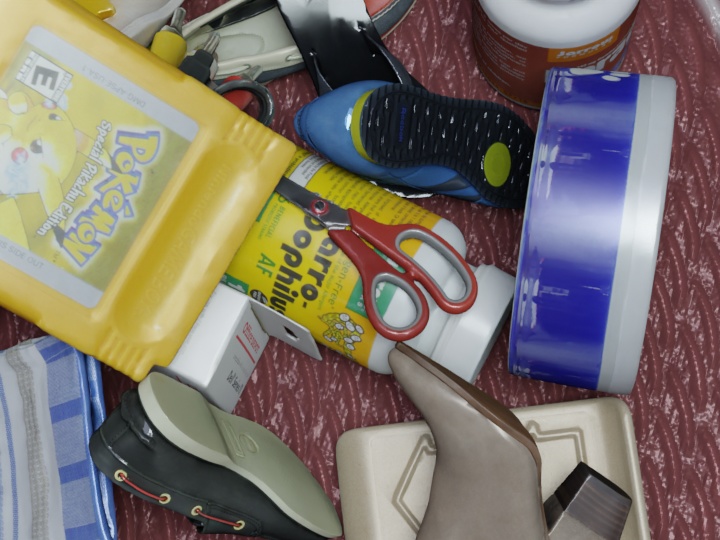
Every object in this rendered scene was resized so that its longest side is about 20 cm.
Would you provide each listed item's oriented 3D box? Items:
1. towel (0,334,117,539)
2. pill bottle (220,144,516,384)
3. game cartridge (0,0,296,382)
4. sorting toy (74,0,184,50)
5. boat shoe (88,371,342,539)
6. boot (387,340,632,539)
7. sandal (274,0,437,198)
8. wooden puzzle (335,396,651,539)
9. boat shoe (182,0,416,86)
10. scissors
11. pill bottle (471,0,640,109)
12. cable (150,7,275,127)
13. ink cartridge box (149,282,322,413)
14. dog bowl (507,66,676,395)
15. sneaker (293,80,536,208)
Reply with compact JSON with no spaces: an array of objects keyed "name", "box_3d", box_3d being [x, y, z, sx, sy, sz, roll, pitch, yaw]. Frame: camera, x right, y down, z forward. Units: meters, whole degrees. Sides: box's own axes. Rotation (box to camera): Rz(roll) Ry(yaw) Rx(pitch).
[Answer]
[{"name":"towel","box_3d":[-0.233,0.123,0.946,0.200,0.024,0.147,-17,77,40]},{"name":"pill bottle","box_3d":[0.000,0.000,0.961,0.200,0.113,0.113,27,82,9]},{"name":"game cartridge","box_3d":[-0.163,-0.052,0.860,0.200,0.032,0.177,31,86,-17]},{"name":"sorting toy","box_3d":[-0.194,-0.203,1.031,0.200,0.107,0.180,29,66,24]},{"name":"boat shoe","box_3d":[-0.088,0.132,0.920,0.063,0.201,0.074,-41,44,13]},{"name":"boot","box_3d":[0.065,0.157,0.891,0.200,0.070,0.146,36,97,3]},{"name":"sandal","box_3d":[0.000,-0.131,0.991,0.076,0.043,0.200,-34,103,-1]},{"name":"wooden puzzle","box_3d":[0.091,0.187,0.954,0.199,0.046,0.186,-8,78,8]},{"name":"boat shoe","box_3d":[-0.047,-0.181,1.027,0.199,0.063,0.071,-25,76,-2]},{"name":"scissors","box_3d":[-0.012,-0.036,0.909,0.073,0.014,0.200,-39,72,-15]},{"name":"pill bottle","box_3d":[0.127,-0.185,0.942,0.112,0.200,0.113,-1,79,5]},{"name":"cable","box_3d":[-0.130,-0.077,0.945,0.097,0.050,0.200,34,72,-6]},{"name":"ink cartridge box","box_3d":[-0.131,0.035,0.962,0.199,0.117,0.067,25,78,9]},{"name":"dog bowl","box_3d":[0.145,-0.026,0.910,0.079,0.200,0.201,8,80,9]},{"name":"sneaker","box_3d":[0.042,-0.084,0.962,0.078,0.200,0.066,5,86,46]}]
